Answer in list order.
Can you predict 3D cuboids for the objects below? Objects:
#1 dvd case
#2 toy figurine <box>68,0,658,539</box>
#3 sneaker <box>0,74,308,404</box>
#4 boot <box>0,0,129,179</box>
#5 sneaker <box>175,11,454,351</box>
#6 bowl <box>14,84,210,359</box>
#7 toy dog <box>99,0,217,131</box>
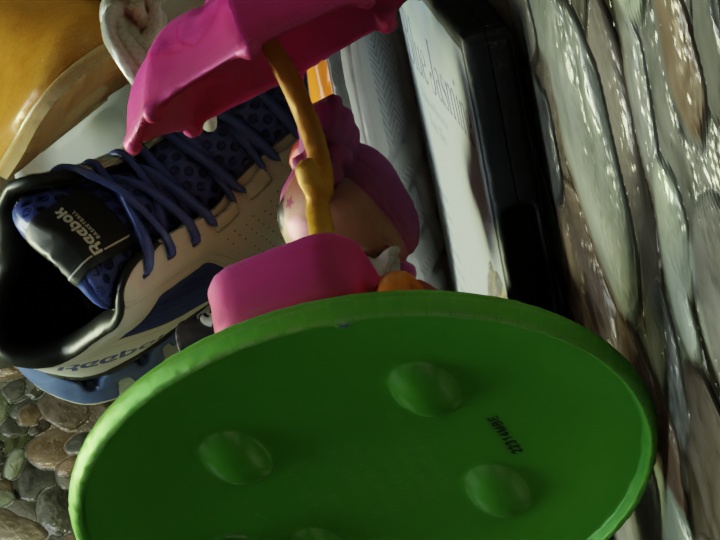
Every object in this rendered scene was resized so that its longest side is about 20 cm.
[{"bbox_3d":[0.044,0.001,0.816,0.143,0.018,0.200,-113,11,-70],"label":"dvd case"},{"bbox_3d":[0.000,0.000,0.717,0.200,0.150,0.184,53,-159,-48],"label":"toy figurine"},{"bbox_3d":[-0.070,-0.023,0.963,0.081,0.199,0.115,47,-172,9],"label":"sneaker"},{"bbox_3d":[-0.152,-0.110,0.954,0.144,0.071,0.201,51,175,-7],"label":"boot"},{"bbox_3d":[-0.020,0.000,0.914,0.078,0.112,0.200,-49,-48,-61],"label":"sneaker"},{"bbox_3d":[-0.043,-0.037,1.099,0.201,0.090,0.201,33,-148,-25],"label":"bowl"},{"bbox_3d":[-0.054,-0.127,0.869,0.132,0.096,0.200,53,-176,-5],"label":"toy dog"}]
